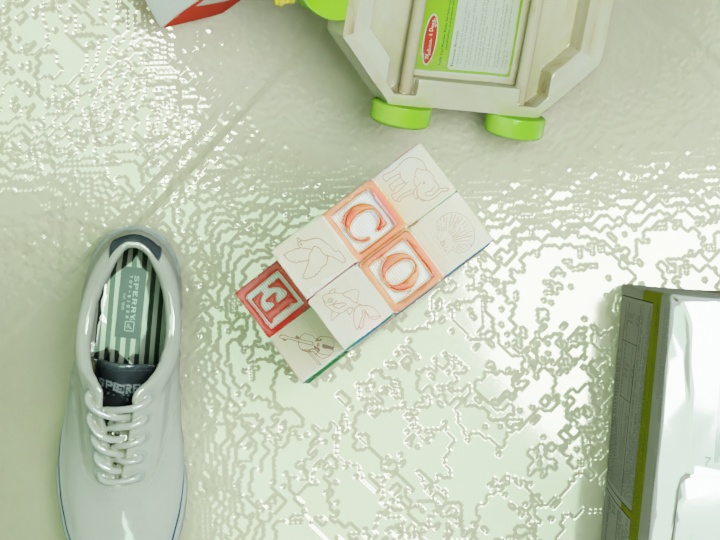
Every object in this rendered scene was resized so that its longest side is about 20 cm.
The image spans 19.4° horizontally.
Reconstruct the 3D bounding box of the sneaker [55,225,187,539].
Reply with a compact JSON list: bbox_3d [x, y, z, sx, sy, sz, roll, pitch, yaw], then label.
[{"bbox_3d":[-0.130,0.076,1.121,0.073,0.071,0.201,-1,88,1],"label":"sneaker"}]

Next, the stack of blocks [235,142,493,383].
[{"bbox_3d":[0.000,0.000,1.056,0.115,0.200,0.059,-37,88,-1],"label":"stack of blocks"}]

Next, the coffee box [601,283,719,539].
[{"bbox_3d":[0.229,0.114,1.048,0.199,0.198,0.201,5,91,1],"label":"coffee box"}]

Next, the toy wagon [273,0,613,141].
[{"bbox_3d":[0.041,-0.151,1.092,0.199,0.040,0.156,3,105,-25],"label":"toy wagon"}]

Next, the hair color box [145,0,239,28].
[{"bbox_3d":[-0.100,-0.244,1.110,0.111,0.064,0.200,-30,86,34],"label":"hair color box"}]
